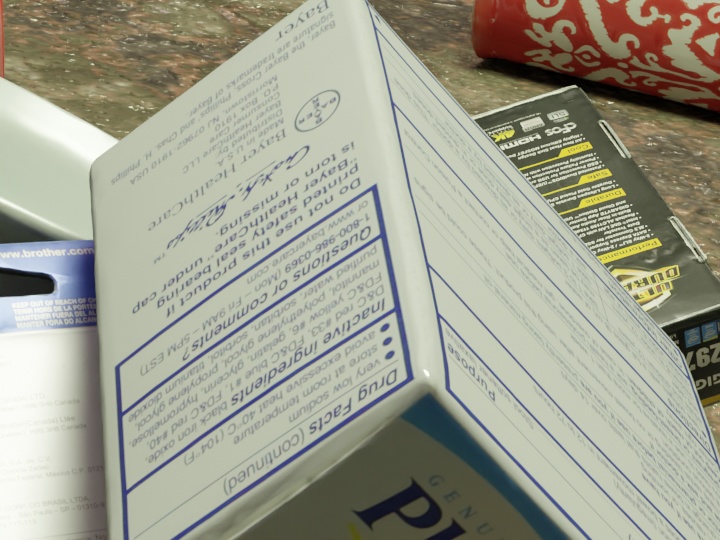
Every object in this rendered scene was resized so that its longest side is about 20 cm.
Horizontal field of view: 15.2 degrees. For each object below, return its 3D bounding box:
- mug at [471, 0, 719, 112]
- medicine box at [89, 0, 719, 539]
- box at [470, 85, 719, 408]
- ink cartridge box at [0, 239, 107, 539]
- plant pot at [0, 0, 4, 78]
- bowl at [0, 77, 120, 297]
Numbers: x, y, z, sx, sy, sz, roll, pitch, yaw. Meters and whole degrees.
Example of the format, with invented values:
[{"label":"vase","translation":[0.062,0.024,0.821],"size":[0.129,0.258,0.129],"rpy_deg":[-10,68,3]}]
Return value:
[{"label":"mug","translation":[0.186,-0.167,1.585],"size":[0.199,0.134,0.177],"rpy_deg":[18,23,15]},{"label":"medicine box","translation":[0.021,0.052,0.750],"size":[0.182,0.103,0.201],"rpy_deg":[46,19,-31]},{"label":"box","translation":[0.020,0.015,0.988],"size":[0.199,0.050,0.160],"rpy_deg":[-18,38,-9]},{"label":"ink cartridge box","translation":[-0.088,0.083,0.754],"size":[0.119,0.042,0.201],"rpy_deg":[-5,59,-26]},{"label":"plant pot","translation":[-0.262,-0.110,1.129],"size":[0.181,0.202,0.200],"rpy_deg":[-4,23,-24]},{"label":"bowl","translation":[-0.129,-0.003,0.908],"size":[0.200,0.091,0.201],"rpy_deg":[29,9,-5]}]
